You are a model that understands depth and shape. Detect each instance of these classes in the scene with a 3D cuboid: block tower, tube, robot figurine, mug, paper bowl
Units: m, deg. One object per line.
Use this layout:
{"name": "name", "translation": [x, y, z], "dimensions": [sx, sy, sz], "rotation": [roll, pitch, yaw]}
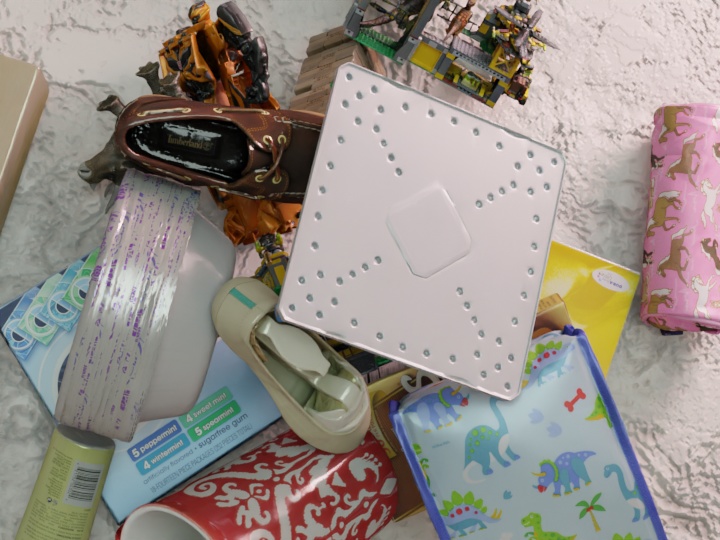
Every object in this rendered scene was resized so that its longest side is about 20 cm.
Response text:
{"name": "block tower", "translation": [-0.022, -0.133, 1.543], "dimensions": [0.054, 0.201, 0.058], "rotation": [-18, 120, 18]}
{"name": "tube", "translation": [-0.249, 0.222, 1.505], "dimensions": [0.058, 0.052, 0.202], "rotation": [25, 102, 37]}
{"name": "robot figurine", "translation": [-0.106, -0.123, 1.557], "dimensions": [0.058, 0.145, 0.202], "rotation": [-24, 95, -28]}
{"name": "mug", "translation": [-0.087, 0.189, 1.485], "dimensions": [0.177, 0.134, 0.199], "rotation": [31, 40, 28]}
{"name": "paper bowl", "translation": [-0.159, 0.031, 1.443], "dimensions": [0.103, 0.201, 0.203], "rotation": [16, 78, -5]}

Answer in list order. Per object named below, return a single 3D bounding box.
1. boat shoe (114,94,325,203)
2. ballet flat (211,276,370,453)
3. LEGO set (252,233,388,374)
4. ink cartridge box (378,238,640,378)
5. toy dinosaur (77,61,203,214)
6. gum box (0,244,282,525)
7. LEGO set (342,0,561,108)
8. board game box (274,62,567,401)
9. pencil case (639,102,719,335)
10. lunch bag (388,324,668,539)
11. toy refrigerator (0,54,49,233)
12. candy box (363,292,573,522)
{"name": "boat shoe", "translation": [-0.084, -0.086, 1.402], "dimensions": [0.198, 0.070, 0.071], "rotation": [6, 101, -5]}
{"name": "ballet flat", "translation": [-0.038, 0.079, 1.410], "dimensions": [0.070, 0.069, 0.200], "rotation": [-55, 130, -13]}
{"name": "LEGO set", "translation": [0.000, 0.000, 1.505], "dimensions": [0.198, 0.154, 0.116], "rotation": [-26, 40, 0]}
{"name": "ink cartridge box", "translation": [0.115, 0.061, 1.606], "dimensions": [0.196, 0.047, 0.202], "rotation": [21, 76, -4]}
{"name": "toy dinosaur", "translation": [-0.147, -0.105, 1.522], "dimensions": [0.077, 0.199, 0.103], "rotation": [-53, 132, -34]}
{"name": "gum box", "translation": [-0.181, 0.078, 1.558], "dimensions": [0.169, 0.045, 0.201], "rotation": [-31, 85, -12]}
{"name": "LEGO set", "translation": [0.082, -0.237, 1.585], "dimensions": [0.199, 0.116, 0.154], "rotation": [32, 34, -1]}
{"name": "board game box", "translation": [0.046, -0.026, 1.394], "dimensions": [0.198, 0.026, 0.202], "rotation": [20, 71, -20]}
{"name": "pencil case", "translation": [0.287, -0.046, 1.631], "dimensions": [0.082, 0.087, 0.202], "rotation": [2, 80, 13]}
{"name": "lunch bag", "translation": [0.132, 0.165, 1.472], "dimensions": [0.169, 0.127, 0.202], "rotation": [-24, 89, 2]}
{"name": "toy refrigerator", "translation": [-0.324, -0.076, 1.553], "dimensions": [0.075, 0.070, 0.202], "rotation": [16, 77, 2]}
{"name": "candy box", "translation": [0.095, 0.113, 1.554], "dimensions": [0.198, 0.056, 0.118], "rotation": [-23, 98, 3]}
